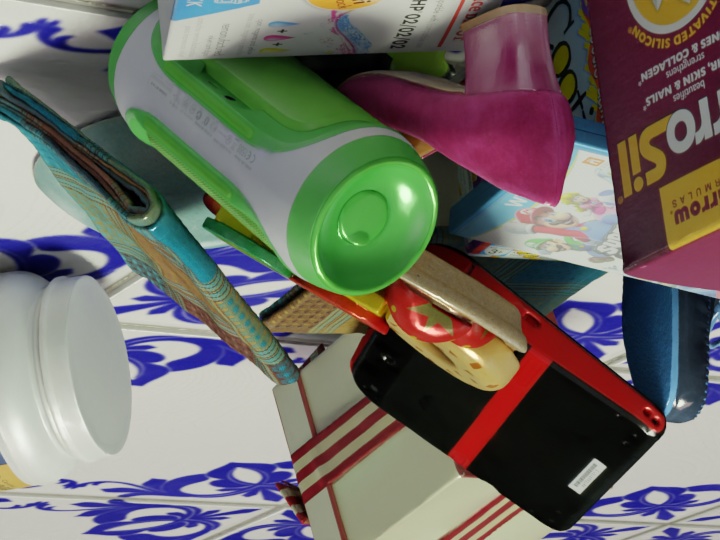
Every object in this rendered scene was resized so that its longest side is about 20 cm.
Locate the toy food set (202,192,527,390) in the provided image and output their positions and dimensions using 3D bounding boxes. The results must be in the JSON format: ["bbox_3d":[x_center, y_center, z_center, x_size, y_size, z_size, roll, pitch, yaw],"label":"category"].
[{"bbox_3d":[0.000,0.000,1.369,0.197,0.049,0.200,30,179,6],"label":"toy food set"}]

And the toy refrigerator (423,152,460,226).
[{"bbox_3d":[0.055,-0.022,1.636,0.075,0.070,0.200,-15,162,7],"label":"toy refrigerator"}]

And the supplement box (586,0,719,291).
[{"bbox_3d":[0.185,-0.105,1.189,0.103,0.201,0.131,7,158,-36],"label":"supplement box"}]

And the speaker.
[{"bbox_3d":[-0.046,-0.065,1.256,0.088,0.089,0.200,10,-159,-41],"label":"speaker"}]

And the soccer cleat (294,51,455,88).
[{"bbox_3d":[-0.022,-0.109,1.357,0.081,0.068,0.200,25,151,-23],"label":"soccer cleat"}]

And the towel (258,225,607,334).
[{"bbox_3d":[0.054,0.005,1.574,0.199,0.022,0.147,2,155,-34],"label":"towel"}]

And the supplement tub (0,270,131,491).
[{"bbox_3d":[-0.266,0.079,1.719,0.199,0.145,0.144,-10,162,13],"label":"supplement tub"}]

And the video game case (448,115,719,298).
[{"bbox_3d":[0.165,-0.027,1.353,0.199,0.018,0.143,13,158,-19],"label":"video game case"}]

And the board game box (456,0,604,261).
[{"bbox_3d":[0.140,-0.084,1.400,0.104,0.104,0.200,2,161,-23],"label":"board game box"}]

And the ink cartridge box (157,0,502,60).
[{"bbox_3d":[0.007,-0.152,1.201,0.198,0.068,0.115,-3,164,-10],"label":"ink cartridge box"}]

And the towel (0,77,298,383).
[{"bbox_3d":[-0.119,-0.017,1.421,0.022,0.146,0.200,-47,145,-9],"label":"towel"}]

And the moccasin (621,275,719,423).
[{"bbox_3d":[0.196,-0.006,1.500,0.068,0.201,0.080,10,155,-18],"label":"moccasin"}]

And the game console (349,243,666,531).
[{"bbox_3d":[0.084,0.072,1.535,0.176,0.031,0.200,34,154,2],"label":"game console"}]

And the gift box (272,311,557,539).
[{"bbox_3d":[0.054,0.120,1.905,0.184,0.201,0.187,13,140,-37],"label":"gift box"}]

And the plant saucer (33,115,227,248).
[{"bbox_3d":[-0.097,-0.048,1.548,0.199,0.039,0.201,-6,163,-2],"label":"plant saucer"}]

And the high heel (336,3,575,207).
[{"bbox_3d":[0.039,-0.055,1.255,0.067,0.097,0.200,4,165,-34],"label":"high heel"}]
